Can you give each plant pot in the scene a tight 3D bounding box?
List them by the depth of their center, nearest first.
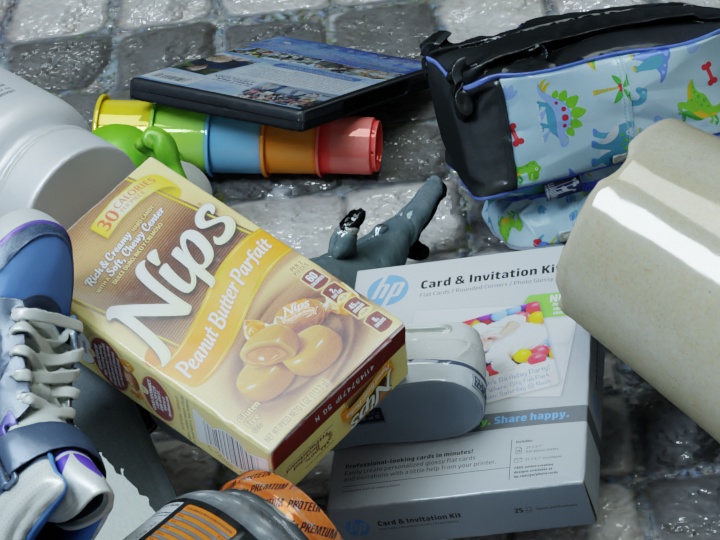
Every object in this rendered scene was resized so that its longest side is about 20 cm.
[{"bbox_3d":[0.221,0.012,1.654,0.183,0.201,0.200,32,49,22],"label":"plant pot"}]

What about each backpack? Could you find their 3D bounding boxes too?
[{"bbox_3d":[0.157,-0.098,1.875,0.200,0.147,0.183,-14,12,-5],"label":"backpack"}]

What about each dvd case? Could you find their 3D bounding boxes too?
[{"bbox_3d":[-0.050,-0.134,2.028,0.143,0.018,0.200,13,19,28],"label":"dvd case"}]

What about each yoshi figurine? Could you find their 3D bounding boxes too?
[{"bbox_3d":[-0.142,-0.035,1.894,0.112,0.112,0.200,-21,31,-4],"label":"yoshi figurine"}]

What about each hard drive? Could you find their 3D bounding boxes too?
[{"bbox_3d":[-0.187,0.123,1.656,0.139,0.033,0.200,-19,66,-17],"label":"hard drive"}]

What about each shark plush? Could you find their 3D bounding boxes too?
[{"bbox_3d":[0.000,0.000,1.839,0.200,0.083,0.091,-30,42,-29],"label":"shark plush"}]

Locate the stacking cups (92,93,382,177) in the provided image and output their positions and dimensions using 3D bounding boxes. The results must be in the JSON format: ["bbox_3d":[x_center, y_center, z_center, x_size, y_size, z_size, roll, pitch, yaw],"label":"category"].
[{"bbox_3d":[-0.086,-0.094,2.002,0.200,0.061,0.061,0,36,10],"label":"stacking cups"}]

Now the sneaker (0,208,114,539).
[{"bbox_3d":[-0.168,0.077,1.552,0.146,0.200,0.081,20,-1,42],"label":"sneaker"}]

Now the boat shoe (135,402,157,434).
[{"bbox_3d":[-0.208,0.120,1.725,0.200,0.073,0.065,-22,42,-5],"label":"boat shoe"}]

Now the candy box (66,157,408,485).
[{"bbox_3d":[-0.085,0.031,1.639,0.200,0.055,0.115,33,61,25],"label":"candy box"}]

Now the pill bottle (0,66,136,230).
[{"bbox_3d":[-0.236,-0.069,1.771,0.113,0.113,0.200,-33,45,-32],"label":"pill bottle"}]

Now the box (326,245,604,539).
[{"bbox_3d":[0.067,0.073,1.723,0.156,0.041,0.200,-7,42,15],"label":"box"}]

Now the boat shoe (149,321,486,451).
[{"bbox_3d":[-0.024,0.054,1.695,0.202,0.075,0.086,-6,45,13],"label":"boat shoe"}]

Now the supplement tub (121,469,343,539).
[{"bbox_3d":[-0.102,0.201,1.536,0.122,0.123,0.200,26,51,37],"label":"supplement tub"}]
